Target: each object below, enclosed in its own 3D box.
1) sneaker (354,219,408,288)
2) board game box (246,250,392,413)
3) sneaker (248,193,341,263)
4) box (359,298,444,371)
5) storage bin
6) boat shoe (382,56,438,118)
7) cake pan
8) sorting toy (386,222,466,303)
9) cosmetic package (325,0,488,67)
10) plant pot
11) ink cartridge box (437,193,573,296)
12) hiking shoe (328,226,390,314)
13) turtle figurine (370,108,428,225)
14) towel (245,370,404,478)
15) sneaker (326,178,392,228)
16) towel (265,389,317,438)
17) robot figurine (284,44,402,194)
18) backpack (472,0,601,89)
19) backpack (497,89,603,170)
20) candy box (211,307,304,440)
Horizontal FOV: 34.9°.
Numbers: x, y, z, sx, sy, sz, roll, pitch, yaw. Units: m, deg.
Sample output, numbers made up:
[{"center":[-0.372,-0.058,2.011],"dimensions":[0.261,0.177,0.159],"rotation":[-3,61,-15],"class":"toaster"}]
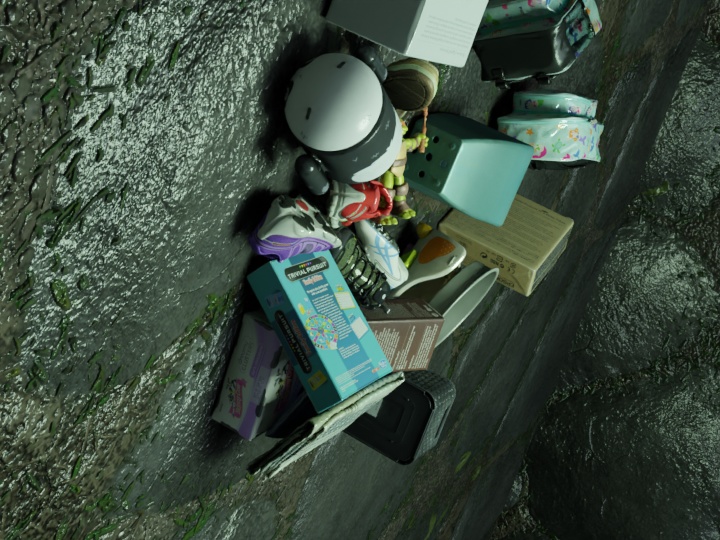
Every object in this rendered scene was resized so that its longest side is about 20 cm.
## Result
[{"center":[0.022,-0.026,1.760],"dimensions":[0.072,0.072,0.200],"rotation":[-32,147,-3],"class":"sneaker"},{"center":[-0.052,0.073,1.530],"dimensions":[0.047,0.201,0.151],"rotation":[-31,175,29],"class":"board game box"},{"center":[-0.091,-0.049,1.480],"dimensions":[0.083,0.081,0.200],"rotation":[-40,166,14],"class":"sneaker"},{"center":[0.026,0.104,1.805],"dimensions":[0.199,0.075,0.101],"rotation":[0,119,-40],"class":"box"},{"center":[0.039,0.211,1.886],"dimensions":[0.094,0.199,0.136],"rotation":[-19,133,-63],"class":"storage bin"},{"center":[0.062,-0.252,1.494],"dimensions":[0.076,0.072,0.200],"rotation":[-54,-167,-12],"class":"boat shoe"},{"center":[0.154,0.060,1.942],"dimensions":[0.200,0.037,0.200],"rotation":[-44,166,-14],"class":"cake pan"},{"center":[0.083,0.028,1.934],"dimensions":[0.180,0.107,0.200],"rotation":[-46,166,-10],"class":"sorting toy"},{"center":[0.079,-0.368,1.398],"dimensions":[0.199,0.123,0.201],"rotation":[-11,124,-65],"class":"cosmetic package"},{"center":[0.153,-0.168,1.803],"dimensions":[0.200,0.141,0.142],"rotation":[5,110,-60],"class":"plant pot"},{"center":[0.262,-0.064,2.092],"dimensions":[0.165,0.199,0.075],"rotation":[-45,153,-38],"class":"ink cartridge box"},{"center":[0.000,0.000,1.683],"dimensions":[0.076,0.100,0.200],"rotation":[-58,159,-14],"class":"hiking shoe"},{"center":[0.043,-0.151,1.652],"dimensions":[0.200,0.064,0.162],"rotation":[-36,133,-63],"class":"turtle figurine"},{"center":[-0.047,0.220,1.607],"dimensions":[0.200,0.035,0.192],"rotation":[-24,168,-44],"class":"towel"},{"center":[0.001,-0.091,1.548],"dimensions":[0.200,0.084,0.077],"rotation":[-42,140,-86],"class":"sneaker"},{"center":[-0.060,0.186,1.670],"dimensions":[0.145,0.024,0.200],"rotation":[-50,163,4],"class":"towel"},{"center":[-0.020,-0.181,1.393],"dimensions":[0.200,0.124,0.151],"rotation":[49,29,-68],"class":"robot figurine"},{"center":[0.272,-0.383,1.762],"dimensions":[0.200,0.177,0.151],"rotation":[-42,121,-45],"class":"backpack"},{"center":[0.338,-0.250,2.074],"dimensions":[0.200,0.177,0.151],"rotation":[-21,115,-58],"class":"backpack"},{"center":[-0.108,0.127,1.619],"dimensions":[0.200,0.071,0.168],"rotation":[-22,135,-61],"class":"candy box"}]
